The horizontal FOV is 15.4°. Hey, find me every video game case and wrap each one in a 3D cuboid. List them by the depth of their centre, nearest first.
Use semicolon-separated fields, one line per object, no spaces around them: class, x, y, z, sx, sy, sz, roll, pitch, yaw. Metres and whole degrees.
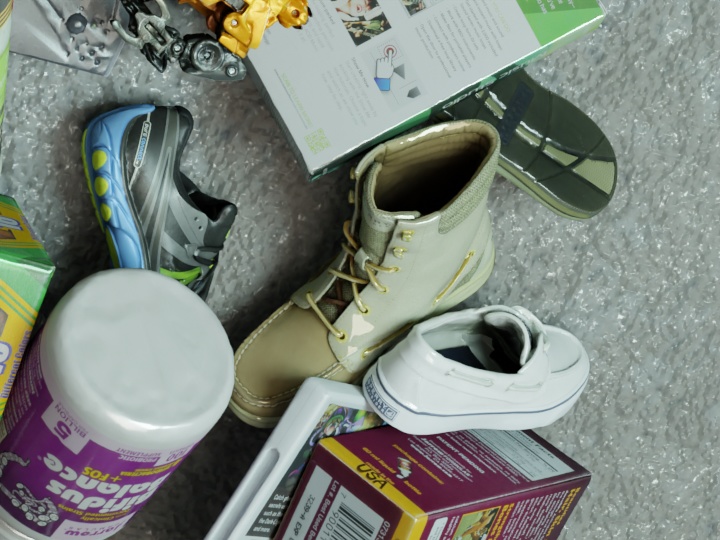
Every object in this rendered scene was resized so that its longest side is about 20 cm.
video game case;-0.027;0.153;1.648;0.182;0.023;0.200;-57;152;9

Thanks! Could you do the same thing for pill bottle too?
pill bottle;-0.160;0.092;1.542;0.112;0.113;0.200;12;145;-23

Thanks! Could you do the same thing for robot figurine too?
robot figurine;-0.105;-0.197;1.465;0.200;0.058;0.145;36;97;-27

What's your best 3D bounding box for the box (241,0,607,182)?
box;0.023;-0.161;1.549;0.199;0.036;0.145;-28;85;-5

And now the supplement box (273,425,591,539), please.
supplement box;0.040;0.159;1.639;0.200;0.086;0.111;-6;127;-54

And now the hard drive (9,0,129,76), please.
hard drive;-0.170;-0.220;1.490;0.134;0.042;0.201;13;107;-23

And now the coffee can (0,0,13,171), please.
coffee can;-0.252;-0.140;1.386;0.146;0.147;0.201;-3;129;-18

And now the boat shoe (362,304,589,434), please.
boat shoe;0.087;0.056;1.637;0.200;0.074;0.065;-13;146;-52

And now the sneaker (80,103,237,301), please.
sneaker;-0.107;-0.006;1.585;0.082;0.071;0.201;-17;116;-11

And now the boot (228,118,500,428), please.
boot;0.000;0.000;1.574;0.200;0.072;0.155;-35;159;-17

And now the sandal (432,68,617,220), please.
sandal;0.071;-0.101;1.610;0.201;0.057;0.080;45;65;-16

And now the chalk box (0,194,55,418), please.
chalk box;-0.293;0.006;1.495;0.199;0.124;0.124;16;106;-26
